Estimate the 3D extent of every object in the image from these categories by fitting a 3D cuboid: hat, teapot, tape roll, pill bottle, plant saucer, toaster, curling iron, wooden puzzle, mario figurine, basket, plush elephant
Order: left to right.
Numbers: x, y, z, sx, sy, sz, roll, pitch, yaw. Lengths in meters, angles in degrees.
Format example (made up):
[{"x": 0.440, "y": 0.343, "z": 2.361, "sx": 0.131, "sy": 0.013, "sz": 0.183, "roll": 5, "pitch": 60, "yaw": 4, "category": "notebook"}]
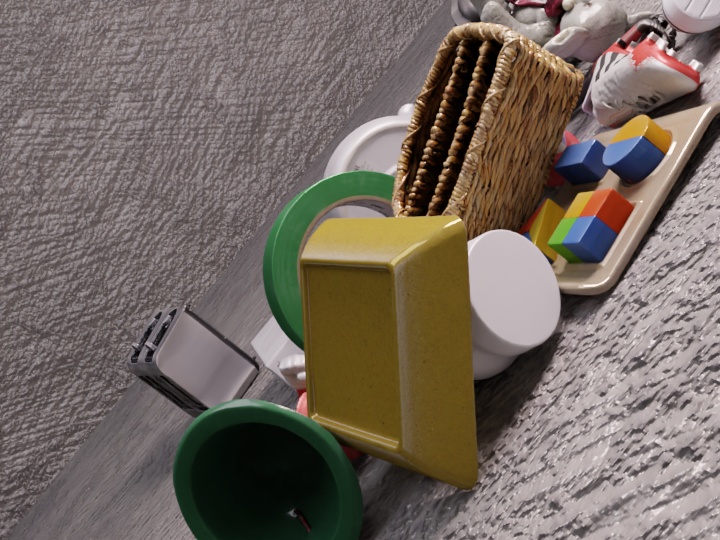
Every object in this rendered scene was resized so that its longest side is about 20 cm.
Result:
[{"x": -0.278, "y": 0.159, "z": 1.576, "sx": 0.119, "sy": 0.200, "sz": 0.180, "roll": -57, "pitch": 22, "yaw": -21, "category": "toaster"}, {"x": -0.066, "y": 0.167, "z": 0.867, "sx": 0.176, "sy": 0.198, "sz": 0.168, "roll": -36, "pitch": -50, "yaw": -67, "category": "hat"}, {"x": -0.070, "y": 0.165, "z": 0.944, "sx": 0.106, "sy": 0.124, "sz": 0.200, "roll": -43, "pitch": 2, "yaw": -35, "category": "mario figurine"}, {"x": 0.000, "y": 0.000, "z": 0.972, "sx": 0.201, "sy": 0.200, "sz": 0.048, "roll": -53, "pitch": 13, "yaw": -14, "category": "tape roll"}, {"x": 0.008, "y": 0.060, "z": 0.744, "sx": 0.199, "sy": 0.048, "sz": 0.203, "roll": 3, "pitch": 97, "yaw": 56, "category": "plant saucer"}, {"x": 0.035, "y": -0.084, "z": 1.147, "sx": 0.199, "sy": 0.199, "sz": 0.146, "roll": -27, "pitch": 5, "yaw": -14, "category": "teapot"}, {"x": 0.069, "y": 0.044, "z": 0.797, "sx": 0.200, "sy": 0.116, "sz": 0.116, "roll": -34, "pitch": 20, "yaw": 54, "category": "pill bottle"}, {"x": 0.092, "y": -0.125, "z": 0.874, "sx": 0.142, "sy": 0.148, "sz": 0.202, "roll": 26, "pitch": 103, "yaw": 36, "category": "basket"}, {"x": 0.227, "y": -0.284, "z": 1.047, "sx": 0.164, "sy": 0.202, "sz": 0.154, "roll": -21, "pitch": 8, "yaw": -35, "category": "plush elephant"}, {"x": 0.200, "y": -0.065, "z": 0.812, "sx": 0.201, "sy": 0.046, "sz": 0.185, "roll": -53, "pitch": 12, "yaw": -10, "category": "wooden puzzle"}, {"x": 0.269, "y": -0.211, "z": 1.015, "sx": 0.200, "sy": 0.049, "sz": 0.026, "roll": -42, "pitch": 21, "yaw": 59, "category": "curling iron"}]

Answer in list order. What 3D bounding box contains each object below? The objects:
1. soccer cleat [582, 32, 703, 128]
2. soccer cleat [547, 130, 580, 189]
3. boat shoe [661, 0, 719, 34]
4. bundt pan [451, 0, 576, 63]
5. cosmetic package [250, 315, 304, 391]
[{"x": 0.259, "y": -0.172, "z": 0.885, "sx": 0.086, "sy": 0.068, "sz": 0.200, "roll": -60, "pitch": 9, "yaw": 11, "category": "soccer cleat"}, {"x": 0.169, "y": -0.120, "z": 1.006, "sx": 0.067, "sy": 0.076, "sz": 0.200, "roll": -49, "pitch": 13, "yaw": -11, "category": "soccer cleat"}, {"x": 0.335, "y": -0.276, "z": 0.924, "sx": 0.200, "sy": 0.072, "sz": 0.071, "roll": -47, "pitch": -1, "yaw": -38, "category": "boat shoe"}, {"x": 0.210, "y": -0.325, "z": 1.225, "sx": 0.202, "sy": 0.201, "sz": 0.076, "roll": -36, "pitch": 32, "yaw": 48, "category": "bundt pan"}, {"x": -0.085, "y": 0.098, "z": 1.293, "sx": 0.102, "sy": 0.071, "sz": 0.200, "roll": -50, "pitch": 12, "yaw": -4, "category": "cosmetic package"}]
